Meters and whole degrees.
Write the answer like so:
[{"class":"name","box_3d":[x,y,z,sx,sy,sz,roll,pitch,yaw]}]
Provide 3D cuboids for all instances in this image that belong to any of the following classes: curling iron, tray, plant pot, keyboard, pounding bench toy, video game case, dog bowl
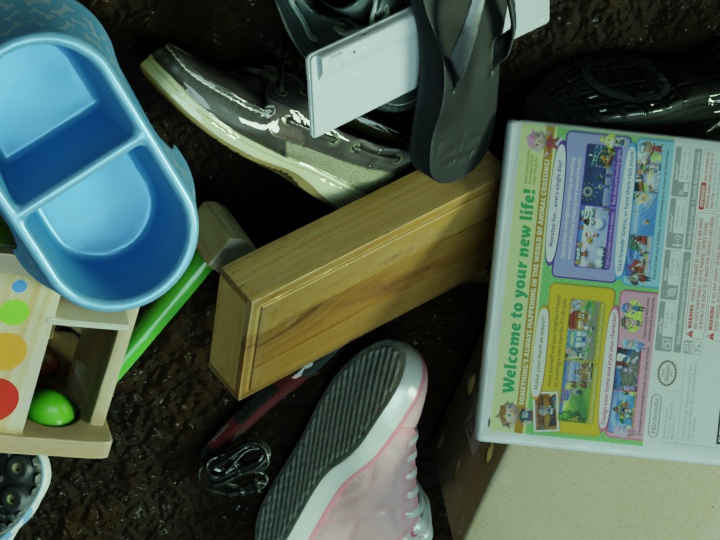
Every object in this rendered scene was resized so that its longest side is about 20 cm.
[{"class":"curling iron","box_3d":[-0.036,0.072,1.764,0.050,0.026,0.200,40,100,3]},{"class":"tray","box_3d":[0.000,0.000,1.665,0.200,0.037,0.099,-26,149,-27]},{"class":"plant pot","box_3d":[0.157,0.120,1.772,0.177,0.200,0.200,15,116,-14]},{"class":"keyboard","box_3d":[0.044,-0.140,1.613,0.200,0.011,0.056,-28,137,-33]},{"class":"pounding bench toy","box_3d":[-0.175,0.030,1.631,0.200,0.124,0.156,6,120,-22]},{"class":"video game case","box_3d":[0.170,0.015,1.650,0.182,0.022,0.200,6,91,-1]},{"class":"dog bowl","box_3d":[-0.161,-0.060,1.483,0.111,0.050,0.200,-32,119,-4]}]

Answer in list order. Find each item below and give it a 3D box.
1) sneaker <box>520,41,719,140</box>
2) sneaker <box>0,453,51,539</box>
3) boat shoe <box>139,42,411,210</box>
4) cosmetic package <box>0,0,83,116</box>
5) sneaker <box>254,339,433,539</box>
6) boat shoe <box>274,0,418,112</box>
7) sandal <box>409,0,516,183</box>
[{"class":"sneaker","box_3d":[0.199,-0.092,1.712,0.200,0.076,0.091,-6,128,-13]},{"class":"sneaker","box_3d":[-0.249,0.163,1.712,0.072,0.072,0.200,-14,156,-46]},{"class":"boat shoe","box_3d":[-0.047,-0.097,1.631,0.200,0.073,0.065,28,105,-41]},{"class":"cosmetic package","box_3d":[-0.203,-0.151,1.518,0.073,0.104,0.200,-9,123,-12]},{"class":"sneaker","box_3d":[0.017,0.130,1.788,0.104,0.075,0.200,16,126,-24]},{"class":"boat shoe","box_3d":[-0.014,-0.160,1.600,0.073,0.062,0.200,-33,126,4]},{"class":"sandal","box_3d":[0.069,-0.140,1.595,0.076,0.043,0.200,-30,135,-32]}]
